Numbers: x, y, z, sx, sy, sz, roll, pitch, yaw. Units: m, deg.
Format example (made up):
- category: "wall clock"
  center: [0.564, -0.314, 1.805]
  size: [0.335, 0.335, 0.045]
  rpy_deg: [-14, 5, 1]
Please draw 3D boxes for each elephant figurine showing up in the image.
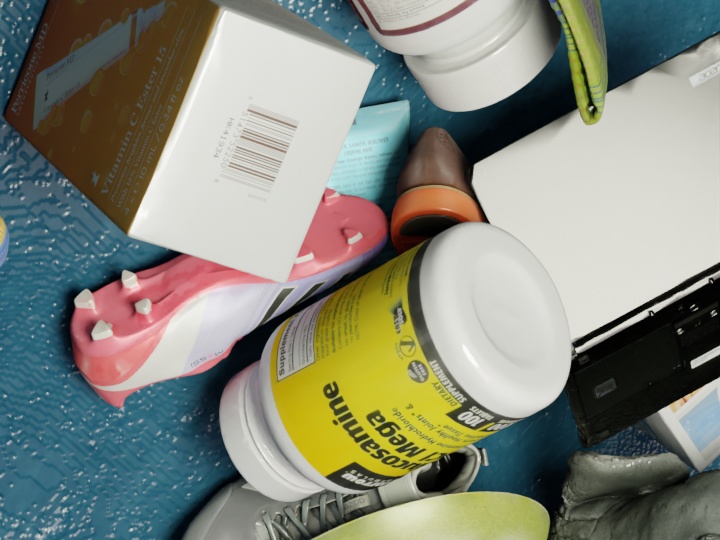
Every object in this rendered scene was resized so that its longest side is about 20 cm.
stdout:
- category: "elephant figurine"
  center: [0.169, 0.175, 1.485]
  size: [0.142, 0.198, 0.156]
  rpy_deg: [-58, 139, -39]

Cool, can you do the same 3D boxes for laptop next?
- category: "laptop"
  center: [0.175, -0.013, 1.421]
  size: [0.176, 0.104, 0.200]
  rpy_deg: [-28, 148, -2]

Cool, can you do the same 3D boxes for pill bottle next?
- category: "pill bottle"
  center: [0.015, 0.060, 1.363]
  size: [0.112, 0.113, 0.199]
  rpy_deg: [30, 137, -33]
- category: "pill bottle"
  center: [0.030, -0.193, 1.342]
  size: [0.109, 0.109, 0.200]
  rpy_deg: [-41, 123, -8]

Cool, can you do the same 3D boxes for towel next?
- category: "towel"
  center: [0.107, -0.188, 1.347]
  size: [0.023, 0.201, 0.144]
  rpy_deg: [-17, 125, 13]

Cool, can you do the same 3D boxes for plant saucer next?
- category: "plant saucer"
  center: [0.027, 0.197, 1.477]
  size: [0.198, 0.031, 0.200]
  rpy_deg: [-14, 152, -7]

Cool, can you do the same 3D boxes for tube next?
- category: "tube"
  center: [0.000, 0.000, 1.446]
  size: [0.077, 0.050, 0.202]
  rpy_deg: [-12, 110, -24]

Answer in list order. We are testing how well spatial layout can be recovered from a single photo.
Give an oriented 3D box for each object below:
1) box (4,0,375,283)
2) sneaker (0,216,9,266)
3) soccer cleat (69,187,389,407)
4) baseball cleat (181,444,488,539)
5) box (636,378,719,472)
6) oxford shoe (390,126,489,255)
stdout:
- category: "box"
  center: [-0.095, -0.093, 1.261]
  size: [0.097, 0.200, 0.125]
  rpy_deg: [17, 101, -32]
- category: "sneaker"
  center: [-0.274, 0.036, 1.306]
  size: [0.199, 0.075, 0.088]
  rpy_deg: [-31, 133, -6]
- category: "soccer cleat"
  center: [-0.075, 0.015, 1.396]
  size: [0.199, 0.067, 0.077]
  rpy_deg: [-24, 139, -10]
- category: "baseball cleat"
  center: [-0.015, 0.141, 1.456]
  size: [0.199, 0.106, 0.070]
  rpy_deg: [-25, 94, -24]
- category: "box"
  center: [0.186, 0.011, 1.512]
  size: [0.112, 0.101, 0.200]
  rpy_deg: [-42, 123, -6]
- category: "oxford shoe"
  center: [0.065, -0.009, 1.450]
  size: [0.070, 0.073, 0.201]
  rpy_deg: [-3, 146, 10]
